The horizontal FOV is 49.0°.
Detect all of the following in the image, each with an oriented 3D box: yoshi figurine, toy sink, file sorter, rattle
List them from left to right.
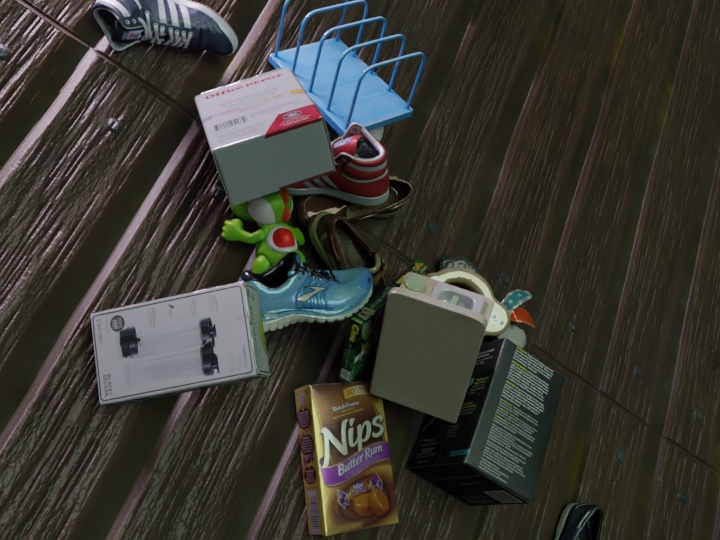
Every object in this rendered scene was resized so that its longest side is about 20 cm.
[{"bbox_3d":[-0.135,-0.049,1.117,0.112,0.112,0.201,-8,94,9],"label":"yoshi figurine"},{"bbox_3d":[-0.019,-0.321,1.189,0.138,0.123,0.200,-25,62,-33],"label":"file sorter"},{"bbox_3d":[0.100,0.085,1.064,0.130,0.201,0.112,17,42,11],"label":"toy sink"},{"bbox_3d":[0.190,0.053,1.204,0.199,0.143,0.131,12,66,-3],"label":"rattle"}]

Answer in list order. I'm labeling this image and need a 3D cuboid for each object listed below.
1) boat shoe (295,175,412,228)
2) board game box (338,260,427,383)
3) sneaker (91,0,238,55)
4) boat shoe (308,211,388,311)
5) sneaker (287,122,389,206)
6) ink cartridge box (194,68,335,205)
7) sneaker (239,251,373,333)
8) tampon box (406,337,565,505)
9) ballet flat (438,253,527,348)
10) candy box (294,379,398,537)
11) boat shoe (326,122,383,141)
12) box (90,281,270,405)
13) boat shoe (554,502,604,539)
[{"bbox_3d":[-0.007,-0.111,1.205,0.199,0.072,0.076,-17,84,-33],"label":"boat shoe"},{"bbox_3d":[0.035,0.069,1.129,0.023,0.105,0.200,27,36,18],"label":"board game box"},{"bbox_3d":[-0.280,-0.341,1.117,0.200,0.070,0.109,29,57,-12],"label":"sneaker"},{"bbox_3d":[0.000,0.000,1.155,0.072,0.072,0.200,-41,114,-27],"label":"boat shoe"},{"bbox_3d":[-0.054,-0.160,1.129,0.199,0.113,0.071,10,54,5],"label":"sneaker"},{"bbox_3d":[-0.131,-0.185,1.057,0.145,0.200,0.083,-19,125,-7],"label":"ink cartridge box"},{"bbox_3d":[-0.070,0.020,1.039,0.199,0.078,0.090,-12,117,-28],"label":"sneaker"},{"bbox_3d":[0.188,0.226,1.169,0.126,0.150,0.200,34,61,-17],"label":"tampon box"},{"bbox_3d":[0.196,0.056,1.295,0.067,0.046,0.200,-43,93,-11],"label":"ballet flat"},{"bbox_3d":[-0.021,0.257,1.095,0.116,0.056,0.201,0,74,-30],"label":"candy box"},{"bbox_3d":[-0.037,-0.212,1.220,0.199,0.069,0.071,-18,84,-33],"label":"boat shoe"},{"bbox_3d":[-0.218,0.091,0.962,0.199,0.060,0.117,-13,78,7],"label":"box"},{"bbox_3d":[0.337,0.461,1.236,0.075,0.062,0.200,39,60,-17],"label":"boat shoe"}]
